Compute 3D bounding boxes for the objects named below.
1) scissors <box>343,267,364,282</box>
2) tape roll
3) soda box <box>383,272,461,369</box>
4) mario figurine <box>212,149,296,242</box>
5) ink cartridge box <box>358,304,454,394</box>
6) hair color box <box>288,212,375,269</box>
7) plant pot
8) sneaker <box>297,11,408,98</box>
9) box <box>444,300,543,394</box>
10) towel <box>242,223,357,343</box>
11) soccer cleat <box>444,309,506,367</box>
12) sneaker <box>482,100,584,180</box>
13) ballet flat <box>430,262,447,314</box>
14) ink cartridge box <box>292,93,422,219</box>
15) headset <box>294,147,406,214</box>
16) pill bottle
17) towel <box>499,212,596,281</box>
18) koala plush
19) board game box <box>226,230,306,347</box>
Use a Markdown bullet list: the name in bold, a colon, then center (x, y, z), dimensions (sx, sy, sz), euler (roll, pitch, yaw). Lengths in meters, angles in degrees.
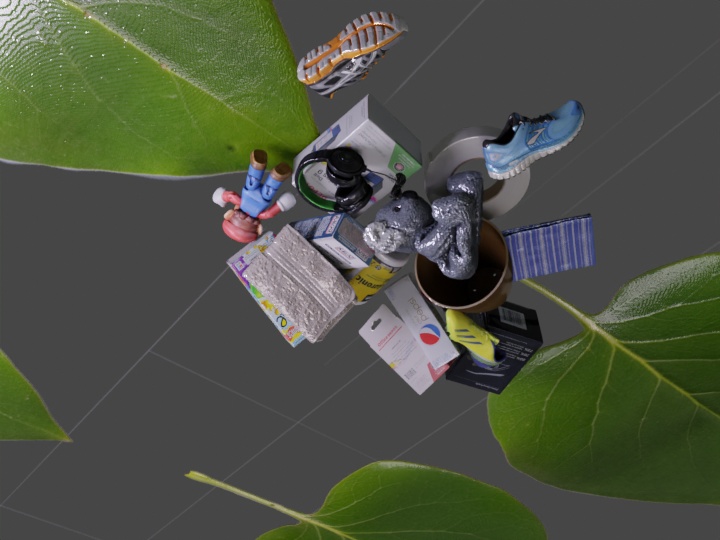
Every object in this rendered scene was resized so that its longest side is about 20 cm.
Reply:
- **scissors**: center (-0.043, 0.024, 1.475), dimensions (0.073, 0.014, 0.200), euler (42, 138, 12)
- **tape roll**: center (0.218, -0.179, 1.416), dimensions (0.201, 0.037, 0.204), euler (-1, 133, -1)
- **soda box**: center (0.132, 0.105, 1.576), dimensions (0.063, 0.068, 0.201), euler (-33, 87, 13)
- **mario figurine**: center (-0.203, -0.141, 1.430), dimensions (0.106, 0.124, 0.200), euler (-15, 149, -46)
- **ink cartridge box**: center (0.105, 0.164, 1.674), dimensions (0.200, 0.067, 0.117), euler (44, 125, 5)
- **hair color box**: center (-0.063, -0.052, 1.444), dimensions (0.100, 0.061, 0.199), euler (38, 157, -28)
- **plant pot**: center (0.230, 0.008, 1.500), dimensions (0.185, 0.188, 0.200), euler (-22, 156, 19)
- **sneaker**: center (-0.006, -0.355, 1.236), dimensions (0.199, 0.079, 0.077), euler (-22, 142, 23)
- **box**: center (0.293, 0.169, 1.689), dimensions (0.147, 0.105, 0.200), euler (18, 130, -16)
- **towel**: center (-0.109, 0.029, 1.395), dimensions (0.200, 0.034, 0.133), euler (44, 84, -14)
- **soccer cleat**: center (0.238, 0.134, 1.540), dimensions (0.083, 0.065, 0.200), euler (-14, 138, 29)
- **sneaker**: center (0.301, -0.243, 1.309), dimensions (0.199, 0.078, 0.090), euler (-33, 113, -2)
- **ballet flat**: center (0.164, 0.028, 1.589), dimensions (0.072, 0.072, 0.201), euler (-21, 128, 18)
- **ink cartridge box**: center (-0.007, -0.196, 1.364), dimensions (0.200, 0.088, 0.145), euler (-34, 125, 29)
- **headset**: center (-0.020, -0.146, 1.288), dimensions (0.199, 0.094, 0.124), euler (-3, 135, 18)
- **pill bottle**: center (0.000, 0.000, 1.527), dimensions (0.111, 0.112, 0.200), euler (27, 128, -23)
- **towel**: center (0.386, -0.041, 1.553), dimensions (0.199, 0.024, 0.145), euler (-12, 132, 10)
- **koala plush**: center (0.114, -0.076, 1.359), dimensions (0.199, 0.177, 0.185), euler (4, 116, 16)
- **board game box**: center (-0.157, 0.034, 1.455), dimensions (0.103, 0.105, 0.200), euler (-38, 102, -9)
